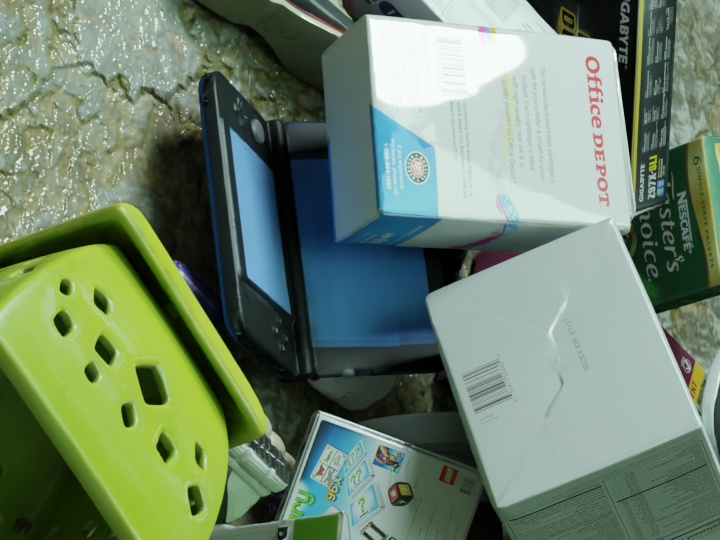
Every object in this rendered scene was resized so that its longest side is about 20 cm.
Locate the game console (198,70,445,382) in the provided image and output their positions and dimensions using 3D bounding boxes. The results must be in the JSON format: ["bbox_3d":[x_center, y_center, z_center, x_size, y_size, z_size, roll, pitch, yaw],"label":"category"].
[{"bbox_3d":[-0.023,-0.034,1.494,0.171,0.118,0.201,46,33,-64],"label":"game console"}]

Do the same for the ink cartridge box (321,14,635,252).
[{"bbox_3d":[0.082,-0.091,1.503,0.199,0.085,0.145,3,73,-24],"label":"ink cartridge box"}]

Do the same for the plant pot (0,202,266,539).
[{"bbox_3d":[-0.187,0.082,1.268,0.200,0.199,0.182,58,38,-18],"label":"plant pot"}]

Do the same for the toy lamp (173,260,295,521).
[{"bbox_3d":[-0.087,0.082,1.471,0.200,0.058,0.058,57,46,-21],"label":"toy lamp"}]

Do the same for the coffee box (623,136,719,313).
[{"bbox_3d":[0.237,-0.028,1.741,0.044,0.200,0.123,0,79,-32],"label":"coffee box"}]

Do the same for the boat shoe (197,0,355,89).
[{"bbox_3d":[-0.047,-0.195,1.581,0.200,0.071,0.063,32,55,-33],"label":"boat shoe"}]

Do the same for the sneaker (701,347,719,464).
[{"bbox_3d":[0.303,0.136,1.549,0.071,0.099,0.201,25,60,-39],"label":"sneaker"}]

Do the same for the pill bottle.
[{"bbox_3d":[0.046,0.207,1.538,0.116,0.116,0.201,7,75,-46],"label":"pill bottle"}]

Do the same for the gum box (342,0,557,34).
[{"bbox_3d":[0.073,-0.179,1.630,0.200,0.113,0.066,45,67,-13],"label":"gum box"}]

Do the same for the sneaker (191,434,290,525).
[{"bbox_3d":[-0.139,0.093,1.402,0.200,0.080,0.074,47,10,-9],"label":"sneaker"}]

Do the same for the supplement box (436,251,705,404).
[{"bbox_3d":[0.172,0.083,1.715,0.200,0.103,0.131,42,53,-31],"label":"supplement box"}]

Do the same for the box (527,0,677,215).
[{"bbox_3d":[0.172,-0.161,1.686,0.049,0.160,0.201,-18,119,-37],"label":"box"}]

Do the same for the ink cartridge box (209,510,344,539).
[{"bbox_3d":[-0.064,0.238,1.347,0.076,0.200,0.148,24,64,-41],"label":"ink cartridge box"}]

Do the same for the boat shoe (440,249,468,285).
[{"bbox_3d":[0.064,-0.030,1.657,0.072,0.068,0.200,43,48,-30],"label":"boat shoe"}]

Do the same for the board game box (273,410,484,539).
[{"bbox_3d":[-0.006,0.210,1.451,0.126,0.035,0.201,21,83,-6],"label":"board game box"}]

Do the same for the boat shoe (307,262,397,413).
[{"bbox_3d":[0.000,0.000,1.575,0.069,0.071,0.201,27,62,-42],"label":"boat shoe"}]

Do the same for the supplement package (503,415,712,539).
[{"bbox_3d":[0.201,0.198,1.643,0.114,0.200,0.110,41,52,-31],"label":"supplement package"}]

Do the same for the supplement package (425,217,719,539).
[{"bbox_3d":[0.160,0.115,1.474,0.200,0.147,0.192,61,9,-47],"label":"supplement package"}]
